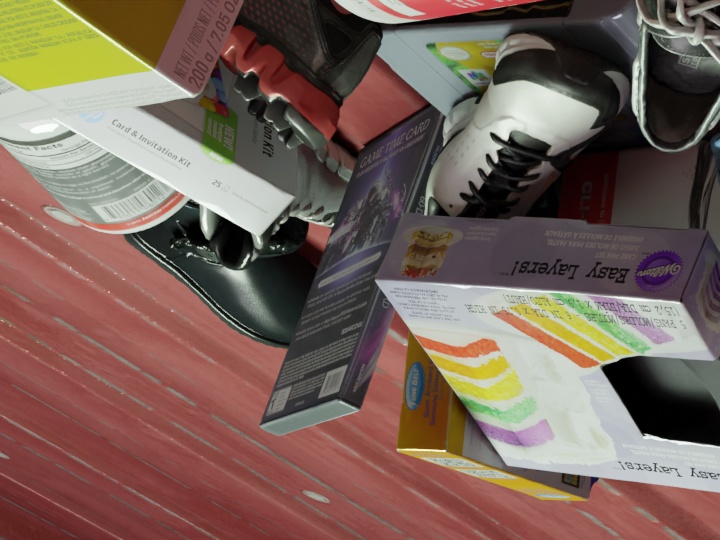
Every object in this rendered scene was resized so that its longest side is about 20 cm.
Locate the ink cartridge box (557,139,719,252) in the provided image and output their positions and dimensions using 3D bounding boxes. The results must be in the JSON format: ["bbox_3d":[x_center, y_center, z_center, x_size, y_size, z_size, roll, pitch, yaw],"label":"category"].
[{"bbox_3d":[0.224,-0.016,1.154,0.143,0.085,0.199,14,169,-37],"label":"ink cartridge box"}]

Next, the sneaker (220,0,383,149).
[{"bbox_3d":[-0.068,-0.161,1.148,0.200,0.098,0.071,43,177,9],"label":"sneaker"}]

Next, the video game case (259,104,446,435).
[{"bbox_3d":[0.000,0.000,1.312,0.019,0.201,0.143,26,162,-16],"label":"video game case"}]

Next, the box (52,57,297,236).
[{"bbox_3d":[-0.125,-0.124,1.189,0.199,0.157,0.041,31,124,-24],"label":"box"}]

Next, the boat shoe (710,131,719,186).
[{"bbox_3d":[0.218,-0.093,0.944,0.084,0.069,0.200,-5,147,-46],"label":"boat shoe"}]

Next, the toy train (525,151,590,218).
[{"bbox_3d":[0.104,-0.030,1.311,0.114,0.087,0.199,20,162,-27],"label":"toy train"}]

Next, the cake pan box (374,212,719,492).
[{"bbox_3d":[0.132,0.047,1.142,0.199,0.053,0.184,5,147,36],"label":"cake pan box"}]

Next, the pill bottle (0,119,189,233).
[{"bbox_3d":[-0.179,-0.115,1.325,0.115,0.117,0.200,12,159,26],"label":"pill bottle"}]

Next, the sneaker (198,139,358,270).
[{"bbox_3d":[-0.057,-0.043,1.393,0.074,0.116,0.200,11,159,29],"label":"sneaker"}]

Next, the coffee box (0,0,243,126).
[{"bbox_3d":[-0.159,-0.200,0.920,0.197,0.201,0.199,34,158,-35],"label":"coffee box"}]

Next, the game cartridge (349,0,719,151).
[{"bbox_3d":[0.103,-0.110,1.152,0.199,0.041,0.133,3,158,45],"label":"game cartridge"}]

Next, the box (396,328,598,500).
[{"bbox_3d":[0.094,0.070,1.297,0.041,0.120,0.200,-2,164,32],"label":"box"}]

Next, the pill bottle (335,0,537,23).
[{"bbox_3d":[0.068,-0.169,0.893,0.112,0.113,0.199,34,159,-34],"label":"pill bottle"}]

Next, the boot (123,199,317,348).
[{"bbox_3d":[-0.075,-0.011,1.564,0.199,0.077,0.168,34,163,-17],"label":"boot"}]

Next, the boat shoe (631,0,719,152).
[{"bbox_3d":[0.157,-0.125,0.963,0.073,0.069,0.200,18,151,1],"label":"boat shoe"}]

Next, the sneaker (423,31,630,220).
[{"bbox_3d":[0.084,-0.063,1.130,0.073,0.081,0.200,24,161,-5],"label":"sneaker"}]
